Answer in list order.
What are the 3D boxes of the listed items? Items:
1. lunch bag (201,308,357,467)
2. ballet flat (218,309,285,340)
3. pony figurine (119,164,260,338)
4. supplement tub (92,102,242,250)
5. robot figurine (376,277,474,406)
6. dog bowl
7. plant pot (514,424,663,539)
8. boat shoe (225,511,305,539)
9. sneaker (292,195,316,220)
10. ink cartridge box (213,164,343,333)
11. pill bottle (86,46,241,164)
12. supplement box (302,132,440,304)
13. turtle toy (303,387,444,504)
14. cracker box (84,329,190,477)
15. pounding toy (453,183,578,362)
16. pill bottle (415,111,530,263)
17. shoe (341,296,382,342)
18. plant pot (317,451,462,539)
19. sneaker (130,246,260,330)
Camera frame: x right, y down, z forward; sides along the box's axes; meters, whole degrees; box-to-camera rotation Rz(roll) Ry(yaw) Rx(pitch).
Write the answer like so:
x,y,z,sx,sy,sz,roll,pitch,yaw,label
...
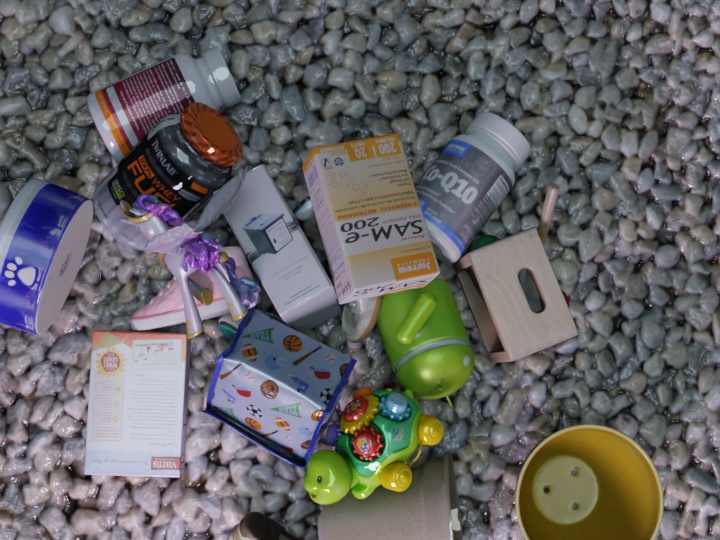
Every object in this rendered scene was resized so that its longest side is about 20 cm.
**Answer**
x,y,z,sx,sy,sz,roll,pitch,yaw,label
-0.119,0.176,1.431,0.169,0.200,0.124,29,50,3,lunch bag
-0.108,0.108,1.503,0.200,0.069,0.070,34,84,1,ballet flat
-0.211,-0.027,1.344,0.167,0.193,0.201,-42,106,-45,pony figurine
-0.261,-0.129,1.438,0.200,0.122,0.123,-40,88,24,supplement tub
0.088,0.089,1.468,0.115,0.176,0.201,-23,63,9,robot figurine
-0.435,-0.018,1.423,0.078,0.200,0.201,19,84,-4,dog bowl
0.301,0.311,1.463,0.199,0.142,0.201,0,85,-3,plant pot
-0.100,0.417,1.475,0.200,0.072,0.076,40,118,-7,boat shoe
-0.008,-0.095,1.479,0.199,0.072,0.073,-16,76,-41,sneaker
-0.110,-0.025,1.450,0.086,0.147,0.201,-31,74,-4,ink cartridge box
-0.276,-0.237,1.495,0.199,0.113,0.113,-25,87,-5,pill bottle
0.012,-0.069,1.381,0.125,0.074,0.201,-12,77,-20,supplement box
0.006,0.229,1.383,0.101,0.145,0.200,50,64,-24,turtle toy
-0.312,0.187,1.482,0.133,0.058,0.201,3,84,-2,cracker box
0.225,0.009,1.465,0.142,0.184,0.201,-21,86,-5,pounding toy
0.149,-0.121,1.506,0.114,0.114,0.200,37,80,1,pill bottle
0.000,0.000,1.458,0.053,0.070,0.201,10,95,-31,shoe
0.042,0.356,1.434,0.182,0.200,0.202,-7,85,8,plant pot
-0.238,0.020,1.473,0.199,0.075,0.105,-15,86,20,sneaker
